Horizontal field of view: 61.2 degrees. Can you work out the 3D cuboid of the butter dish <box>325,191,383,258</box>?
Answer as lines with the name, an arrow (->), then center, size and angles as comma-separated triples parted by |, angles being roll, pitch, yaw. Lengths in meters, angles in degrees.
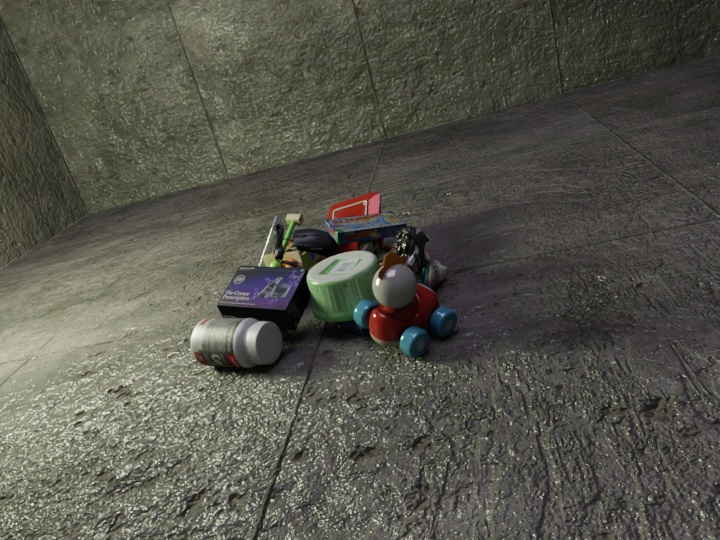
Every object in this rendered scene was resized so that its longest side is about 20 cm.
butter dish -> 0.003, -0.113, 1.869 | 0.198, 0.148, 0.202 | -13, 58, 30

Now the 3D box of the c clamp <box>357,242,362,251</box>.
c clamp -> -0.052, -0.041, 1.732 | 0.169, 0.027, 0.202 | -21, 43, 25

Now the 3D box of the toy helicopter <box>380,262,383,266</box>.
toy helicopter -> 0.082, -0.002, 1.634 | 0.131, 0.080, 0.200 | -26, 10, -6

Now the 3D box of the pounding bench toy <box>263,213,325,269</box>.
pounding bench toy -> -0.200, -0.049, 1.768 | 0.123, 0.202, 0.156 | -6, 23, 24

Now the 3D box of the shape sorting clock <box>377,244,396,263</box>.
shape sorting clock -> 0.076, -0.052, 1.742 | 0.198, 0.040, 0.200 | -21, 3, 1

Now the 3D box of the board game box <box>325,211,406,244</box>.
board game box -> 0.014, -0.119, 1.687 | 0.197, 0.035, 0.135 | -9, 21, -16

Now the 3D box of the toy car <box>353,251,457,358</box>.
toy car -> 0.089, 0.044, 1.294 | 0.176, 0.202, 0.183 | -29, 38, -30

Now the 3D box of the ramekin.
ramekin -> -0.034, 0.032, 1.464 | 0.197, 0.099, 0.200 | -14, 22, 5

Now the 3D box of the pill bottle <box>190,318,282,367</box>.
pill bottle -> -0.290, 0.170, 1.429 | 0.198, 0.115, 0.114 | -3, 25, 31

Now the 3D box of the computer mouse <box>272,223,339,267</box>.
computer mouse -> -0.146, -0.066, 1.680 | 0.197, 0.046, 0.142 | 13, 49, -16

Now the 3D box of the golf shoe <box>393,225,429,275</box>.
golf shoe -> 0.125, -0.006, 1.506 | 0.093, 0.203, 0.077 | 12, 2, -30

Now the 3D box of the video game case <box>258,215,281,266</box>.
video game case -> -0.289, -0.058, 1.874 | 0.023, 0.202, 0.182 | 19, 13, -10

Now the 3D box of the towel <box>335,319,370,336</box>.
towel -> -0.007, 0.098, 1.486 | 0.111, 0.049, 0.199 | -27, 24, -26

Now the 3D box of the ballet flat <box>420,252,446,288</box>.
ballet flat -> 0.184, -0.004, 1.585 | 0.070, 0.070, 0.200 | 9, 20, -8

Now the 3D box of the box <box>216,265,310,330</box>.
box -> -0.231, 0.064, 1.494 | 0.197, 0.079, 0.142 | 2, 43, 23

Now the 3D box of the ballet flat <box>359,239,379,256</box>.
ballet flat -> 0.000, 0.000, 1.622 | 0.046, 0.068, 0.201 | 17, 63, 23
